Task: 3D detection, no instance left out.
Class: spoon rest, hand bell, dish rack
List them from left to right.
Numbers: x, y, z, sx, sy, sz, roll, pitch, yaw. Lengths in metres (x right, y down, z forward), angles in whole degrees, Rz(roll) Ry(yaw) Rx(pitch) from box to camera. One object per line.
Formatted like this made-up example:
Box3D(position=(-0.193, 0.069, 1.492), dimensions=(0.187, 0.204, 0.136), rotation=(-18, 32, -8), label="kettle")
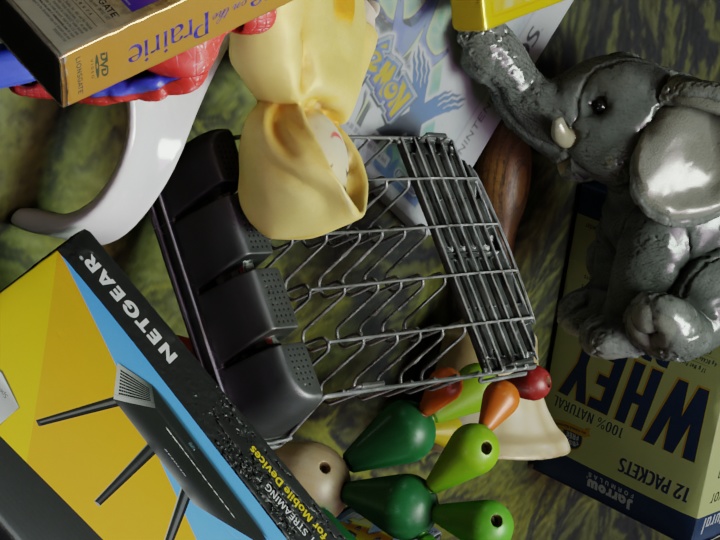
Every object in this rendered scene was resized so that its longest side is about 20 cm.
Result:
Box3D(position=(-0.094, -0.103, 0.779), dimensions=(0.099, 0.060, 0.201), rotation=(12, 100, -50), label="spoon rest")
Box3D(position=(0.000, 0.000, 0.865), dimensions=(0.199, 0.054, 0.154), rotation=(-4, 70, -45), label="dish rack")
Box3D(position=(0.077, 0.002, 1.019), dimensions=(0.104, 0.104, 0.201), rotation=(-1, 96, -47), label="hand bell")

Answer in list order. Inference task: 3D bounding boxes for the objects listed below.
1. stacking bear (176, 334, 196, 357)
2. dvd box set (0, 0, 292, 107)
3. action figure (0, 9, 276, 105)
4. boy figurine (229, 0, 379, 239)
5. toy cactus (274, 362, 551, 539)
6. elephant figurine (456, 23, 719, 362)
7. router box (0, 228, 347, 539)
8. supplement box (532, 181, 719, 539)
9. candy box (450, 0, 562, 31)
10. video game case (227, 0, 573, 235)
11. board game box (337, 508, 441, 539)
Box3D(position=(-0.112, 0.127, 0.837), dimensions=(0.113, 0.121, 0.201), rotation=(16, 85, -29), label="stacking bear")
Box3D(position=(-0.073, -0.155, 0.695), dimensions=(0.199, 0.146, 0.029), rotation=(-30, 149, -27), label="dvd box set")
Box3D(position=(-0.130, -0.096, 0.702), dimensions=(0.199, 0.052, 0.066), rotation=(-6, 114, -16), label="action figure")
Box3D(position=(-0.020, -0.115, 0.788), dimensions=(0.124, 0.064, 0.201), rotation=(33, 62, -66), label="boy figurine")
Box3D(position=(0.008, 0.121, 0.921), dimensions=(0.201, 0.164, 0.102), rotation=(-66, 149, -29), label="toy cactus")
Box3D(position=(0.161, -0.060, 0.960), dimensions=(0.155, 0.141, 0.201), rotation=(-26, 112, -40), label="elephant figurine")
Box3D(position=(-0.101, 0.099, 0.727), dimensions=(0.200, 0.051, 0.149), rotation=(50, 35, -5), label="router box")
Box3D(position=(0.239, 0.046, 1.157), dimensions=(0.199, 0.134, 0.201), rotation=(-11, 116, -44), label="supplement box")
Box3D(position=(0.076, -0.232, 0.898), dimensions=(0.102, 0.026, 0.201), rotation=(-26, 117, -44), label="candy box")
Box3D(position=(0.032, -0.141, 0.927), dimensions=(0.183, 0.022, 0.200), rotation=(-59, 139, -9), label="video game case")
Box3D(position=(-0.040, 0.224, 0.997), dimensions=(0.200, 0.062, 0.201), rotation=(20, 92, -50), label="board game box")
